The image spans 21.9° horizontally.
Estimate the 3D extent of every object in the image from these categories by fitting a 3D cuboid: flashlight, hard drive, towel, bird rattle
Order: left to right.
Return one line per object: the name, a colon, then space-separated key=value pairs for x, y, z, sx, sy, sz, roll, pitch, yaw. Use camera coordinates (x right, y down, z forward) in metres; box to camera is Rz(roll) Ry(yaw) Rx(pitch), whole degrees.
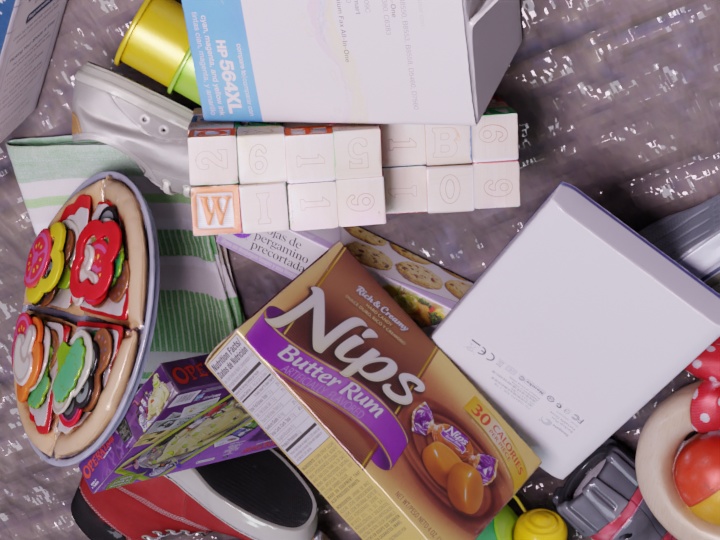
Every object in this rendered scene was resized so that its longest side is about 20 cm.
towel: x=-0.162 y=-0.005 z=1.337 sx=0.151 sy=0.023 sz=0.201 roll=-2 pitch=120 yaw=21
hard drive: x=0.129 y=0.044 z=1.187 sx=0.132 sy=0.025 sz=0.200 roll=36 pitch=138 yaw=-2
flashlight: x=0.227 y=0.204 z=1.303 sx=0.200 sy=0.068 sz=0.068 roll=41 pitch=122 yaw=-7
bird rattle: x=0.249 y=0.121 z=1.213 sx=0.200 sy=0.113 sz=0.163 roll=42 pitch=123 yaw=-8

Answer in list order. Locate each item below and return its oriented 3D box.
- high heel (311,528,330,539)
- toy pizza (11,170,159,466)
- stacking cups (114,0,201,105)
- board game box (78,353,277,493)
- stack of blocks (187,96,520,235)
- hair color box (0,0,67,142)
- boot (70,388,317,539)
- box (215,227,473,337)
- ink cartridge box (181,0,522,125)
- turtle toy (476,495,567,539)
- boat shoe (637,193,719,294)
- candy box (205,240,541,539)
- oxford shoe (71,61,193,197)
high heel: x=-0.091 y=0.259 z=1.447 sx=0.141 sy=0.072 sz=0.201 roll=14 pitch=130 yaw=9
toy pizza: x=-0.194 y=0.030 z=1.253 sx=0.032 sy=0.201 sz=0.200 roll=13 pitch=134 yaw=-33
stacking cups: x=-0.059 y=-0.113 z=1.213 sx=0.199 sy=0.061 sz=0.061 roll=28 pitch=126 yaw=-3
board game box: x=-0.085 y=0.092 z=1.273 sx=0.032 sy=0.199 sz=0.120 roll=53 pitch=127 yaw=23
stack of blocks: x=-0.004 y=-0.067 z=1.140 sx=0.198 sy=0.115 sz=0.059 roll=-3 pitch=103 yaw=-3
hair color box: x=-0.234 y=-0.175 z=1.208 sx=0.060 sy=0.100 sz=0.201 roll=27 pitch=125 yaw=3
boot: x=-0.129 y=0.187 z=1.415 sx=0.199 sy=0.072 sz=0.145 roll=26 pitch=127 yaw=16
box: x=0.000 y=0.000 z=1.271 sx=0.199 sy=0.042 sz=0.039 roll=27 pitch=127 yaw=3
ink cartridge box: x=0.009 y=-0.168 z=1.108 sx=0.198 sy=0.129 sz=0.126 roll=4 pitch=122 yaw=18
turtle toy: x=0.085 y=0.230 z=1.307 sx=0.200 sy=0.100 sz=0.147 roll=44 pitch=139 yaw=44
boat shoe: x=0.225 y=-0.006 z=1.170 sx=0.199 sy=0.072 sz=0.062 roll=-32 pitch=112 yaw=31
candy box: x=0.010 y=0.092 z=1.202 sx=0.200 sy=0.117 sz=0.056 roll=49 pitch=139 yaw=2
oxford shoe: x=-0.103 y=-0.071 z=1.229 sx=0.199 sy=0.075 sz=0.058 roll=25 pitch=92 yaw=-9
